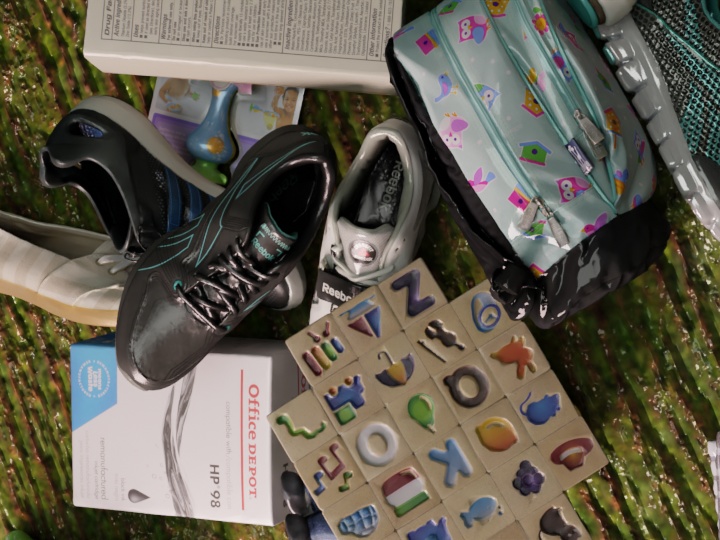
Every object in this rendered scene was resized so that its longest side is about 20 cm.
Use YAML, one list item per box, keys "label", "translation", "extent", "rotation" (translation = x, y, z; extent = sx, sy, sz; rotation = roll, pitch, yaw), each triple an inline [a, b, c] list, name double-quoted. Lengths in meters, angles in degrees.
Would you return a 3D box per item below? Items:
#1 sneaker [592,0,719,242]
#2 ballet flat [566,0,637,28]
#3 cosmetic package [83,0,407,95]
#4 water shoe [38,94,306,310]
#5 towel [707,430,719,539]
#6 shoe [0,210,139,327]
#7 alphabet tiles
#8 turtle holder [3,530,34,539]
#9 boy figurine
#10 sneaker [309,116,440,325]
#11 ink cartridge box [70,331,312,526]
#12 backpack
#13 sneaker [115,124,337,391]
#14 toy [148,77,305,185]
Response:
- label: "sneaker"
  translation: [0.213, -0.099, 1.005]
  extent: [0.091, 0.077, 0.202]
  rotation: [-29, 84, 19]
- label: "ballet flat"
  translation: [0.102, -0.233, 0.994]
  extent: [0.069, 0.069, 0.201]
  rotation: [-41, 84, 22]
- label: "cosmetic package"
  translation: [-0.069, -0.173, 1.082]
  extent: [0.197, 0.073, 0.105]
  rotation: [6, 88, 3]
- label: "water shoe"
  translation: [-0.128, -0.027, 1.135]
  extent: [0.199, 0.079, 0.072]
  rotation: [40, 145, -2]
- label: "towel"
  translation: [0.299, 0.166, 0.982]
  extent: [0.198, 0.085, 0.168]
  rotation: [-5, 92, 25]
- label: "shoe"
  translation: [-0.201, -0.002, 1.199]
  extent: [0.198, 0.070, 0.054]
  rotation: [13, 108, 25]
- label: "alphabet tiles"
  translation: [0.046, 0.103, 1.033]
  extent: [0.165, 0.006, 0.201]
  rotation: [-31, 83, -3]
- label: "turtle holder"
  translation: [-0.200, 0.261, 1.200]
  extent: [0.139, 0.186, 0.133]
  rotation: [13, 102, -10]
- label: "boy figurine"
  translation: [0.047, 0.126, 1.085]
  extent: [0.198, 0.125, 0.065]
  rotation: [-22, 127, 6]
- label: "sneaker"
  translation: [0.000, 0.000, 1.082]
  extent: [0.073, 0.088, 0.203]
  rotation: [9, 90, 15]
- label: "ink cartridge box"
  translation: [-0.098, 0.106, 1.164]
  extent: [0.198, 0.067, 0.117]
  rotation: [2, 95, 24]
- label: "backpack"
  translation: [0.101, -0.076, 1.013]
  extent: [0.126, 0.167, 0.201]
  rotation: [-30, 86, 7]
- label: "sneaker"
  translation: [-0.084, -0.009, 1.070]
  extent: [0.075, 0.079, 0.201]
  rotation: [37, 86, -19]
- label: "toy"
  translation: [-0.089, -0.156, 1.148]
  extent: [0.114, 0.047, 0.202]
  rotation: [15, 101, 20]
